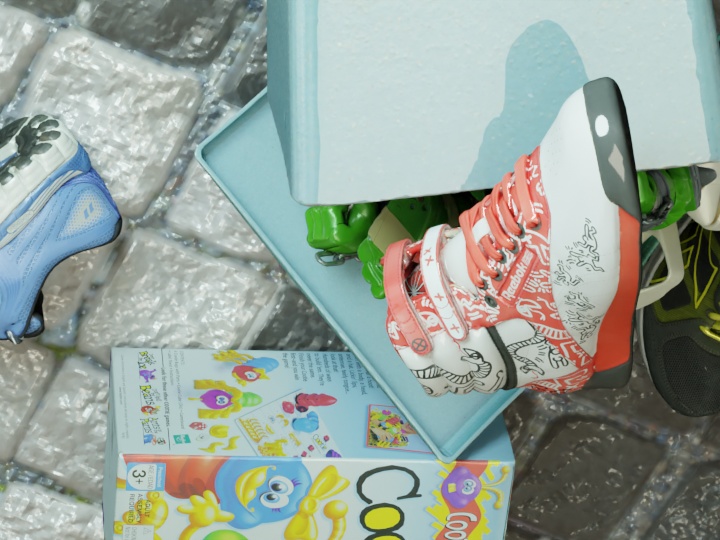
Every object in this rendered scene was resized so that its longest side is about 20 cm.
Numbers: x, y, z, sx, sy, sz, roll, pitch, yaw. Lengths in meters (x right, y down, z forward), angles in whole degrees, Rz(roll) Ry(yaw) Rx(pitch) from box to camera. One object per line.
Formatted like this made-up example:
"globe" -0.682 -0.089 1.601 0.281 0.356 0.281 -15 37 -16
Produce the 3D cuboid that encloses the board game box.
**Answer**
"board game box" -0.030 0.110 1.507 0.199 0.105 0.103 2 120 -7

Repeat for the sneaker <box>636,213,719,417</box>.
"sneaker" 0.193 -0.004 1.480 0.074 0.085 0.200 9 119 -11

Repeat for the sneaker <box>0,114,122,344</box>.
"sneaker" -0.202 0.015 1.445 0.200 0.079 0.089 -35 116 13

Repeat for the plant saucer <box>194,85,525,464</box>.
"plant saucer" 0.000 0.000 1.444 0.070 0.019 0.200 -43 100 -26

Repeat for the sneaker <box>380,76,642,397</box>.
"sneaker" 0.062 -0.006 1.239 0.108 0.067 0.202 -4 149 1

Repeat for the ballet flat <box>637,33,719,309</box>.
"ballet flat" 0.151 -0.033 1.447 0.067 0.070 0.200 -10 148 -50

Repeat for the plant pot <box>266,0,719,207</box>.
"plant pot" 0.052 -0.160 1.316 0.195 0.196 0.201 -6 109 -4

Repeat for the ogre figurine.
"ogre figurine" 0.082 -0.032 1.382 0.120 0.098 0.200 -9 162 -45
